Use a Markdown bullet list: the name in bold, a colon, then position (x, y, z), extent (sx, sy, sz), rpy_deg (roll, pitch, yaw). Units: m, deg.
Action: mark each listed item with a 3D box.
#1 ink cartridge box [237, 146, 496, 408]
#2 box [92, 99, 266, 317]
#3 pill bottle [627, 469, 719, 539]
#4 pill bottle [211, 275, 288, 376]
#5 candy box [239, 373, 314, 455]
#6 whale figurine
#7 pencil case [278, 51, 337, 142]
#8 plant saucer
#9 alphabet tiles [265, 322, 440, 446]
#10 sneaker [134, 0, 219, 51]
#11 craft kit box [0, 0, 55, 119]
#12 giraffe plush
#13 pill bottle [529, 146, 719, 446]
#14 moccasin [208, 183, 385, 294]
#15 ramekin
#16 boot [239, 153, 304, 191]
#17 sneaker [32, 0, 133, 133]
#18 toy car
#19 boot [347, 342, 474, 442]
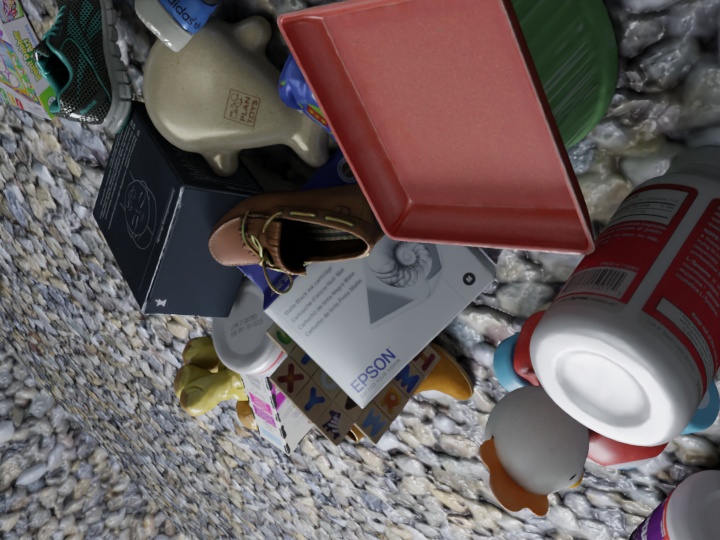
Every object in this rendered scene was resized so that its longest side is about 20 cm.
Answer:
- **ink cartridge box**: position (0.000, 0.000, 0.895), extent (0.200, 0.200, 0.041), rpy_deg (44, -164, -3)
- **box**: position (-0.200, -0.069, 0.979), extent (0.200, 0.106, 0.150), rpy_deg (50, 124, 44)
- **pill bottle**: position (0.336, 0.289, 0.912), extent (0.111, 0.113, 0.201), rpy_deg (33, 149, 16)
- **pill bottle**: position (-0.069, 0.071, 1.045), extent (0.107, 0.111, 0.199), rpy_deg (16, -179, 38)
- **candy box**: position (-0.090, 0.136, 1.213), extent (0.060, 0.137, 0.202), rpy_deg (27, 147, 27)
- **whale figurine**: position (-0.113, -0.172, 0.892), extent (0.196, 0.104, 0.162), rpy_deg (18, 109, 3)
- **pencil case**: position (0.013, -0.127, 0.799), extent (0.199, 0.078, 0.087), rpy_deg (40, 138, 5)
- **plant saucer**: position (0.056, -0.105, 0.617), extent (0.198, 0.037, 0.201), rpy_deg (8, 135, 48)
- **alphabet tiles**: position (-0.004, 0.080, 0.966), extent (0.167, 0.200, 0.006), rpy_deg (46, 148, -6)
- **sneaker**: position (-0.163, -0.288, 0.825), extent (0.077, 0.111, 0.201), rpy_deg (41, -168, -38)
- **craft kit box**: position (-0.507, -0.319, 1.230), extent (0.198, 0.049, 0.200), rpy_deg (21, 142, 33)
- **giraffe plush**: position (-0.160, 0.169, 1.358), extent (0.197, 0.174, 0.163), rpy_deg (-23, 128, 24)
- **pill bottle**: position (0.208, 0.009, 0.613), extent (0.111, 0.200, 0.113), rpy_deg (30, 149, 21)
- **moccasin**: position (-0.065, -0.028, 0.841), extent (0.198, 0.078, 0.074), rpy_deg (-2, 135, 29)
- **ramekin**: position (0.080, -0.147, 0.671), extent (0.198, 0.098, 0.202), rpy_deg (31, 148, 21)
- **boot**: position (-0.082, -0.029, 1.048), extent (0.153, 0.072, 0.202), rpy_deg (24, 142, 37)
- **sneaker**: position (-0.310, -0.245, 0.970), extent (0.077, 0.090, 0.203), rpy_deg (-38, 65, 43)
- **toy car**: position (0.186, 0.150, 0.824), extent (0.177, 0.200, 0.184), rpy_deg (45, 151, -5)
- **boot**: position (0.034, 0.136, 1.028), extent (0.201, 0.145, 0.070), rpy_deg (43, 157, -25)
